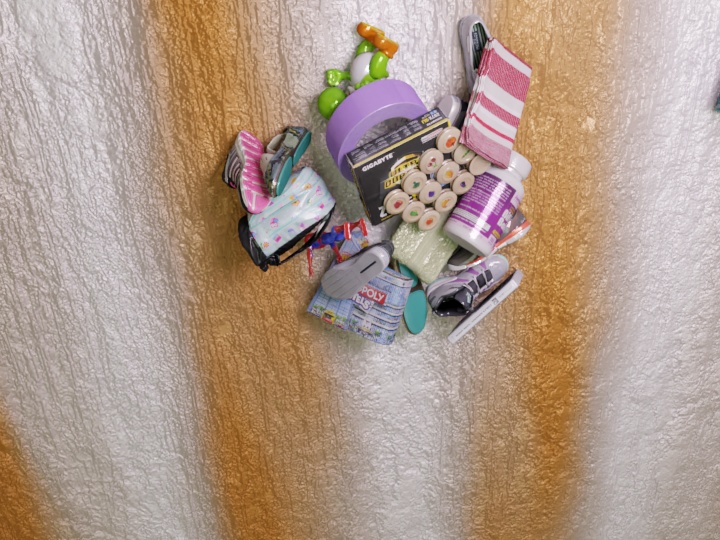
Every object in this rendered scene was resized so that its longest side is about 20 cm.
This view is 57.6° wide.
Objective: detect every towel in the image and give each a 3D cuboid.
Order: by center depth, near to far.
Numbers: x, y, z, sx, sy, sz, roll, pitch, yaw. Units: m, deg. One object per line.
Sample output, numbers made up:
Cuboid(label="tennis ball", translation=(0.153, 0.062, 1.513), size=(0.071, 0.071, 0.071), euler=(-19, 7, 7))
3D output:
Cuboid(label="towel", translation=(0.257, -0.307, 1.214), size=(0.142, 0.023, 0.205), euler=(17, 88, -42))
Cuboid(label="towel", translation=(0.150, -0.087, 1.362), size=(0.147, 0.036, 0.202), euler=(35, 89, -21))

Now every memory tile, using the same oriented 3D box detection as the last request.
Cuboid(label="memory tile", translation=(0.148, -0.167, 1.240), size=(0.152, 0.017, 0.201), euler=(23, 116, -43))

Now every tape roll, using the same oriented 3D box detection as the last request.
Cuboid(label="tape roll", translation=(0.035, -0.257, 1.230), size=(0.196, 0.066, 0.202), euler=(-22, 150, -13))

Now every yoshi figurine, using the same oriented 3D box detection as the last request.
Cuboid(label="yoshi figurine", translation=(-0.017, -0.354, 1.223), size=(0.110, 0.113, 0.203), euler=(27, 115, 2))

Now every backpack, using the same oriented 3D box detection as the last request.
Cuboid(label="backpack", translation=(-0.147, -0.110, 1.303), size=(0.198, 0.167, 0.127), euler=(-35, 114, 5))

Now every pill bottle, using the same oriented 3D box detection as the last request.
Cuboid(label="pill bottle", translation=(0.259, -0.139, 1.311), size=(0.111, 0.112, 0.203), euler=(31, 89, -17))

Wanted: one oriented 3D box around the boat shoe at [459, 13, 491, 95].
Cuboid(label="boat shoe", translation=(0.233, -0.379, 1.240), size=(0.072, 0.067, 0.202), euler=(-24, 115, 9))

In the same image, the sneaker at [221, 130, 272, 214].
Cuboid(label="sneaker", translation=(-0.221, -0.173, 1.257), size=(0.073, 0.203, 0.087), euler=(16, 133, -37))

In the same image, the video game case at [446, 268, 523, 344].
Cuboid(label="video game case", translation=(0.270, 0.074, 1.397), size=(0.182, 0.200, 0.023), euler=(-45, 82, 17))

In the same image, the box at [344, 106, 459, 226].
Cuboid(label="box", translation=(0.083, -0.191, 1.229), size=(0.197, 0.050, 0.161), euler=(-26, 140, -4))

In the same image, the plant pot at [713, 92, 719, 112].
Cuboid(label="plant pot", translation=(0.783, -0.385, 1.211), size=(0.195, 0.200, 0.193), euler=(6, 101, -6))

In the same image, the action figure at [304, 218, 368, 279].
Cuboid(label="action figure", translation=(-0.057, -0.040, 1.328), size=(0.064, 0.198, 0.101), euler=(-12, 93, -33))

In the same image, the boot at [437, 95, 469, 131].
Cuboid(label="boot", translation=(0.164, -0.244, 1.303), size=(0.089, 0.074, 0.201), euler=(14, 127, -30))

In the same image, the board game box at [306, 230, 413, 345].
Cuboid(label="board game box", translation=(0.003, 0.030, 1.391), size=(0.197, 0.061, 0.204), euler=(24, 109, 21))

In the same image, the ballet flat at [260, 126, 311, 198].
Cuboid(label="ballet flat", translation=(-0.153, -0.209, 1.238), size=(0.072, 0.202, 0.075), euler=(9, 131, 11))

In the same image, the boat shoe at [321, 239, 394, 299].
Cuboid(label="boat shoe", translation=(0.000, 0.000, 1.318), size=(0.198, 0.071, 0.073), euler=(-26, 99, 44))

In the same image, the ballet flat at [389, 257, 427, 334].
Cuboid(label="ballet flat", translation=(0.103, 0.038, 1.432), size=(0.069, 0.071, 0.204), euler=(-11, 108, 2))

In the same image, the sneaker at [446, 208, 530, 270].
Cuboid(label="sneaker", translation=(0.261, -0.074, 1.397), size=(0.198, 0.077, 0.083), euler=(-32, 100, 3))

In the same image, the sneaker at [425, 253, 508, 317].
Cuboid(label="sneaker", translation=(0.237, 0.046, 1.402), size=(0.197, 0.140, 0.078), euler=(-30, 109, 11))
